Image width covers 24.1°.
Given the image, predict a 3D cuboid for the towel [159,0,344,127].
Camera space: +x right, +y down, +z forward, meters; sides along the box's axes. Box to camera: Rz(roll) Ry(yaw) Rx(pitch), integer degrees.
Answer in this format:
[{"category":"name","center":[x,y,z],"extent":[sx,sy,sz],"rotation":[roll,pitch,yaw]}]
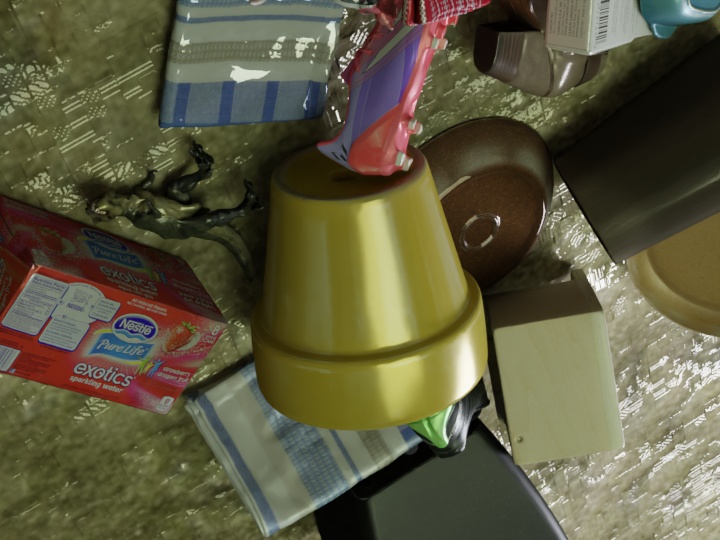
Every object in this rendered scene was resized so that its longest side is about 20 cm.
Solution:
[{"category":"towel","center":[-0.072,-0.197,1.279],"extent":[0.145,0.024,0.202],"rotation":[-6,129,-30]}]

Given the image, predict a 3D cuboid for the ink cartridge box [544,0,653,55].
[{"category":"ink cartridge box","center":[0.211,-0.285,1.352],"extent":[0.176,0.044,0.203],"rotation":[-22,120,-54]}]

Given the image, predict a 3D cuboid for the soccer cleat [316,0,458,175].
[{"category":"soccer cleat","center":[0.026,-0.173,1.327],"extent":[0.067,0.076,0.202],"rotation":[27,79,-79]}]

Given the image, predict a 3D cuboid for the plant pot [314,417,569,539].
[{"category":"plant pot","center":[0.055,0.207,1.611],"extent":[0.198,0.200,0.178],"rotation":[-30,128,-9]}]

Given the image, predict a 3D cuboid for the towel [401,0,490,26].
[{"category":"towel","center":[0.069,-0.254,1.224],"extent":[0.200,0.022,0.147],"rotation":[-36,131,-69]}]

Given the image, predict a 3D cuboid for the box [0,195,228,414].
[{"category":"box","center":[-0.217,0.030,1.328],"extent":[0.199,0.096,0.100],"rotation":[20,113,-44]}]

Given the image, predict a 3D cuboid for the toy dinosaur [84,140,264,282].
[{"category":"toy dinosaur","center":[-0.132,-0.049,1.359],"extent":[0.088,0.048,0.199],"rotation":[-41,141,24]}]

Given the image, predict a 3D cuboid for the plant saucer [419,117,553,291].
[{"category":"plant saucer","center":[0.100,-0.044,1.534],"extent":[0.199,0.037,0.202],"rotation":[-20,135,-21]}]

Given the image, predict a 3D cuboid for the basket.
[{"category":"basket","center":[0.287,-0.105,1.530],"extent":[0.199,0.181,0.137],"rotation":[-32,115,6]}]

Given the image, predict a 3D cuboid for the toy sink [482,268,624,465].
[{"category":"toy sink","center":[0.175,0.086,1.596],"extent":[0.111,0.200,0.132],"rotation":[-9,102,4]}]

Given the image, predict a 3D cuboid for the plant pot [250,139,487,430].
[{"category":"plant pot","center":[0.000,0.000,1.400],"extent":[0.199,0.201,0.191],"rotation":[-18,118,-21]}]

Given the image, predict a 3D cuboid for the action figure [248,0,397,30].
[{"category":"action figure","center":[-0.010,-0.264,1.177],"extent":[0.148,0.133,0.202],"rotation":[-28,98,-39]}]

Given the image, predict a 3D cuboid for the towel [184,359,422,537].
[{"category":"towel","center":[-0.041,0.129,1.515],"extent":[0.199,0.148,0.024],"rotation":[-29,172,-12]}]

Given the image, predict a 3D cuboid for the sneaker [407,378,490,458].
[{"category":"sneaker","center":[0.075,0.094,1.510],"extent":[0.076,0.201,0.084],"rotation":[-17,117,24]}]

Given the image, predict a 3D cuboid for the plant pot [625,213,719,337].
[{"category":"plant pot","center":[0.361,-0.016,1.666],"extent":[0.028,0.198,0.202],"rotation":[-64,161,-45]}]

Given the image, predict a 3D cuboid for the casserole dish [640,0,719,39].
[{"category":"casserole dish","center":[0.277,-0.288,1.380],"extent":[0.121,0.038,0.203],"rotation":[-9,109,-57]}]

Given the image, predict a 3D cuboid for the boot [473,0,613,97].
[{"category":"boot","center":[0.168,-0.239,1.400],"extent":[0.145,0.070,0.202],"rotation":[-9,127,-40]}]
